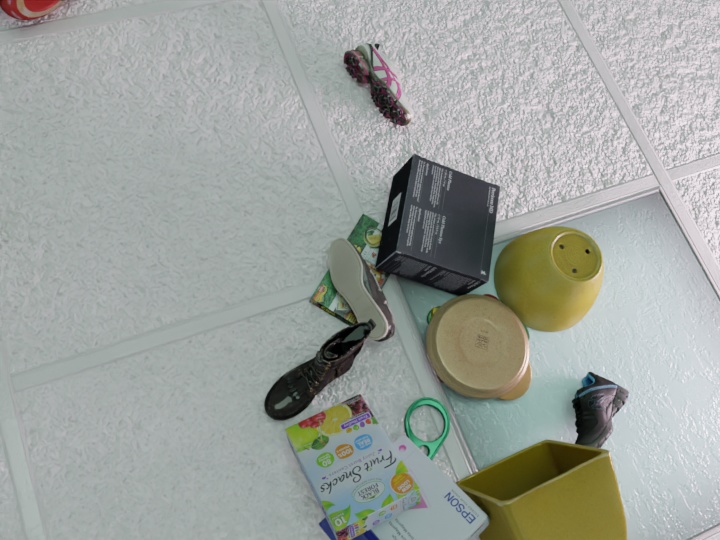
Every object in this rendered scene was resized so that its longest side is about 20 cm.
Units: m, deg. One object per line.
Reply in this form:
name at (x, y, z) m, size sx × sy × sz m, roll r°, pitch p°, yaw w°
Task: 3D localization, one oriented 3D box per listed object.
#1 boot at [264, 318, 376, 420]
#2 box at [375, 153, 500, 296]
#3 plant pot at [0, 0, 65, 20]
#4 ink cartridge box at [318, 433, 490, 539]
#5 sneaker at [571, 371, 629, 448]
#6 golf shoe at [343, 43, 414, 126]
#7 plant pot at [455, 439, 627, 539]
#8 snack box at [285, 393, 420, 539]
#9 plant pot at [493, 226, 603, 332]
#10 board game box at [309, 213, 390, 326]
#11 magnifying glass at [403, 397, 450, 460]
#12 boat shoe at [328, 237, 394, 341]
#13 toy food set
boot at (-0.070, 0.156, 1.121) m, size 0.200 × 0.174 × 0.069 m, roll -38°, pitch 80°, yaw -21°
box at (0.143, -0.079, 1.270) m, size 0.182 × 0.104 × 0.200 m, roll 18°, pitch 67°, yaw -14°
plant pot at (-0.644, -0.582, 1.289) m, size 0.183 × 0.200 × 0.200 m, roll 46°, pitch 69°, yaw -1°
ink cartridge box at (0.061, 0.386, 1.075) m, size 0.200 × 0.043 × 0.196 m, roll -39°, pitch 51°, yaw -17°
sneaker at (0.398, 0.254, 1.209) m, size 0.082 × 0.073 × 0.200 m, roll 35°, pitch 39°, yaw 13°
golf shoe at (0.055, -0.382, 1.401) m, size 0.092 × 0.073 × 0.200 m, roll -31°, pitch 77°, yaw -21°
plant pot at (0.298, 0.404, 1.094) m, size 0.195 × 0.194 × 0.200 m, roll -21°, pitch 88°, yaw -17°
snack box at (-0.015, 0.305, 1.093) m, size 0.142 × 0.053 × 0.200 m, roll -23°, pitch 46°, yaw -15°
plant pot at (0.364, -0.001, 1.276) m, size 0.200 × 0.142 × 0.200 m, roll 3°, pitch 70°, yaw -9°
board game box at (0.000, 0.000, 1.275) m, size 0.105 × 0.023 × 0.200 m, roll 29°, pitch 67°, yaw 3°
magnifying glass at (0.106, 0.315, 1.178) m, size 0.079 × 0.022 × 0.200 m, roll 12°, pitch 66°, yaw -5°
boat shoe at (0.002, 0.036, 1.228) m, size 0.067 × 0.057 × 0.200 m, roll -31°, pitch 71°, yaw 18°
toy food set at (0.213, 0.134, 1.249) m, size 0.199 × 0.049 × 0.198 m, roll 2°, pitch 69°, yaw -9°
